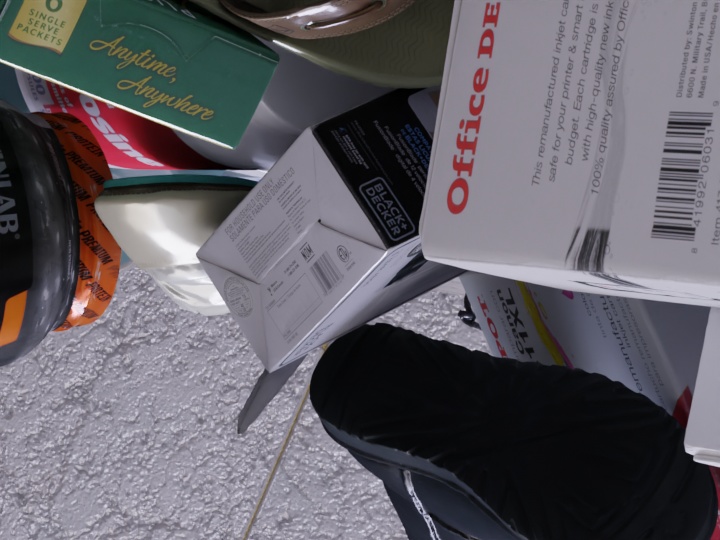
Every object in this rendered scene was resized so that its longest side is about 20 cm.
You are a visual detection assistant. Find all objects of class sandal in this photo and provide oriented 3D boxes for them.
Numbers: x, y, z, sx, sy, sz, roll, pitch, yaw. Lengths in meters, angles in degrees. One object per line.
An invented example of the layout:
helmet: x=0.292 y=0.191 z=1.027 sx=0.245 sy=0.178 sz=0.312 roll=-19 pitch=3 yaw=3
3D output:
sandal: x=-0.018 y=-0.117 z=1.014 sx=0.200 sy=0.080 sz=0.057 roll=14 pitch=-174 yaw=-22

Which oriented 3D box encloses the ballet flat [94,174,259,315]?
ballet flat: x=-0.053 y=-0.011 z=1.193 sx=0.069 sy=0.070 sz=0.200 roll=9 pitch=-174 yaw=23

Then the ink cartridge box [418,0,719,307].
ink cartridge box: x=0.122 y=-0.063 z=0.958 sx=0.084 sy=0.147 sz=0.200 roll=12 pitch=177 yaw=-38

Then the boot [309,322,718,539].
boot: x=0.084 y=0.107 z=1.159 sx=0.199 sy=0.077 sz=0.168 roll=20 pitch=158 yaw=34

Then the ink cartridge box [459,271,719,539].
ink cartridge box: x=0.134 y=0.044 z=1.182 sx=0.083 sy=0.146 sz=0.200 roll=-25 pitch=-176 yaw=-17

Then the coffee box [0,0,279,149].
coffee box: x=-0.128 y=-0.118 z=1.069 sx=0.123 sy=0.044 sz=0.200 roll=20 pitch=-167 yaw=-38

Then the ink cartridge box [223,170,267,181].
ink cartridge box: x=-0.077 y=-0.092 z=1.513 sx=0.199 sy=0.086 sz=0.146 roll=14 pitch=174 yaw=-8

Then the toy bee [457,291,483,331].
toy bee: x=0.028 y=-0.078 z=1.304 sx=0.199 sy=0.131 sz=0.109 roll=27 pitch=149 yaw=25

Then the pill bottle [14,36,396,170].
pill bottle: x=-0.064 y=-0.100 z=1.180 sx=0.112 sy=0.113 sz=0.200 roll=13 pitch=175 yaw=-31

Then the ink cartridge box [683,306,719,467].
ink cartridge box: x=0.214 y=-0.012 z=1.016 sx=0.146 sy=0.201 sz=0.084 roll=13 pitch=176 yaw=-39

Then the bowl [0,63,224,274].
bowl: x=-0.149 y=-0.067 z=1.344 sx=0.199 sy=0.106 sz=0.201 roll=4 pitch=148 yaw=2

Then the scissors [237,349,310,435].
scissors: x=0.000 y=0.000 z=1.164 sx=0.073 sy=0.201 sz=0.014 roll=26 pitch=142 yaw=-15

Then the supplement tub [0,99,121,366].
supplement tub: x=-0.211 y=-0.012 z=1.155 sx=0.199 sy=0.123 sz=0.122 roll=-9 pitch=-173 yaw=-32

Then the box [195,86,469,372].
box: x=0.041 y=-0.041 z=1.133 sx=0.199 sy=0.060 sz=0.117 roll=-26 pitch=168 yaw=-37
